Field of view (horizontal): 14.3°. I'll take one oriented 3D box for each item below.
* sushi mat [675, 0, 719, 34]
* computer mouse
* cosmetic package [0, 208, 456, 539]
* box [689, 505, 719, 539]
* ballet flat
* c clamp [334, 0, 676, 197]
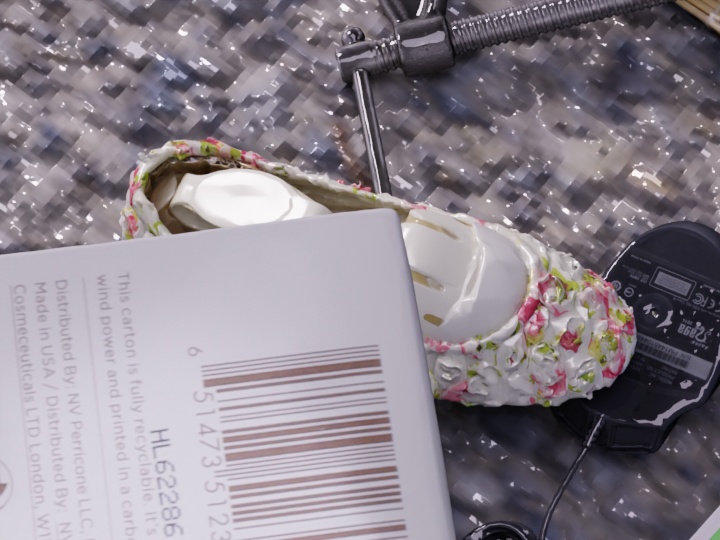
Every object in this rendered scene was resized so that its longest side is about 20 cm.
[{"bbox_3d":[0.098,-0.177,1.145,0.200,0.012,0.096,37,74,15],"label":"sushi mat"},{"bbox_3d":[0.083,0.071,1.035,0.058,0.034,0.200,26,76,20],"label":"computer mouse"},{"bbox_3d":[-0.058,0.102,0.925,0.166,0.200,0.168,-8,67,-4],"label":"cosmetic package"},{"bbox_3d":[0.091,0.183,0.905,0.097,0.177,0.200,41,74,15],"label":"box"},{"bbox_3d":[0.000,0.000,1.027,0.199,0.064,0.076,13,66,16],"label":"ballet flat"},{"bbox_3d":[0.078,-0.121,1.108,0.199,0.027,0.171,-19,67,2],"label":"c clamp"}]
